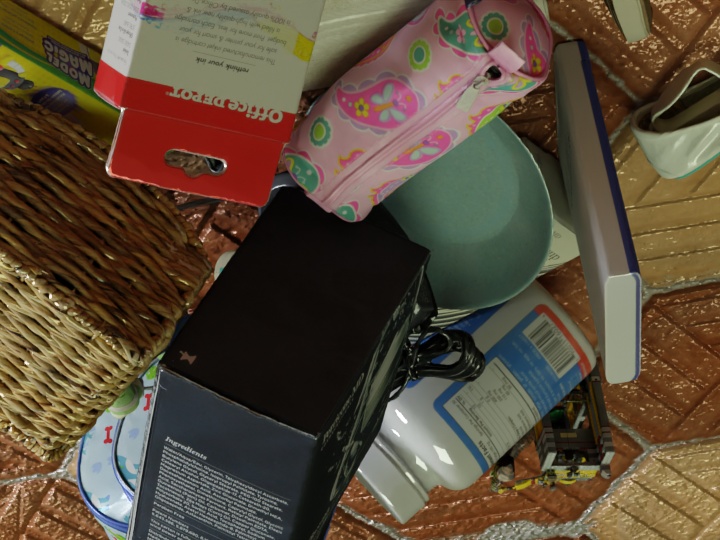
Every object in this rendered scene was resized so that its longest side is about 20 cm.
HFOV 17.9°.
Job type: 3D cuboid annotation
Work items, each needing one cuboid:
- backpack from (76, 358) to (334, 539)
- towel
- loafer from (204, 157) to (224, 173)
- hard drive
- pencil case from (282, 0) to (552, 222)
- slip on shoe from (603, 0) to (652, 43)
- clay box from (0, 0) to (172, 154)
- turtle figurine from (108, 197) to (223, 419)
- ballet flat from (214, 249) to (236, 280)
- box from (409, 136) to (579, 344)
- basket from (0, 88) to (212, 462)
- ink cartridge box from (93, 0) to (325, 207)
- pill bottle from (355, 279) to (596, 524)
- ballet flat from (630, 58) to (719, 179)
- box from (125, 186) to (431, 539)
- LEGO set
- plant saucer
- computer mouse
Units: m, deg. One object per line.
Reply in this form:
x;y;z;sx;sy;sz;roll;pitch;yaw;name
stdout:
-0.121;0.145;1.800;0.199;0.184;0.147;9;154;21;backpack
0.022;-0.184;1.509;0.199;0.035;0.133;-11;143;5;towel
-0.106;-0.133;1.510;0.070;0.068;0.201;-48;147;-13;loafer
0.165;-0.041;1.592;0.025;0.201;0.132;-9;145;0;hard drive
0.038;-0.112;1.508;0.087;0.088;0.200;23;136;-36;pencil case
0.170;-0.224;1.457;0.060;0.076;0.200;-23;137;1;slip on shoe
-0.214;-0.104;1.558;0.115;0.048;0.200;-30;138;31;clay box
-0.189;0.025;1.665;0.193;0.200;0.145;14;126;14;turtle figurine
-0.041;0.036;1.788;0.069;0.070;0.200;-28;139;25;ballet flat
0.071;-0.015;1.723;0.199;0.069;0.082;-30;141;28;box
-0.219;-0.004;1.509;0.200;0.143;0.149;38;135;-8;basket
-0.091;-0.151;1.408;0.116;0.067;0.201;11;101;-25;ink cartridge box
0.078;0.099;1.777;0.200;0.112;0.112;-42;143;-7;pill bottle
0.272;-0.133;1.614;0.200;0.070;0.069;-33;138;32;ballet flat
-0.057;0.088;1.571;0.123;0.200;0.197;23;136;10;box
0.125;0.151;1.924;0.199;0.116;0.154;6;142;-18;LEGO set
0.051;-0.064;1.624;0.200;0.039;0.202;17;131;20;plant saucer
0.000;0.000;1.643;0.138;0.053;0.200;-13;119;39;computer mouse
